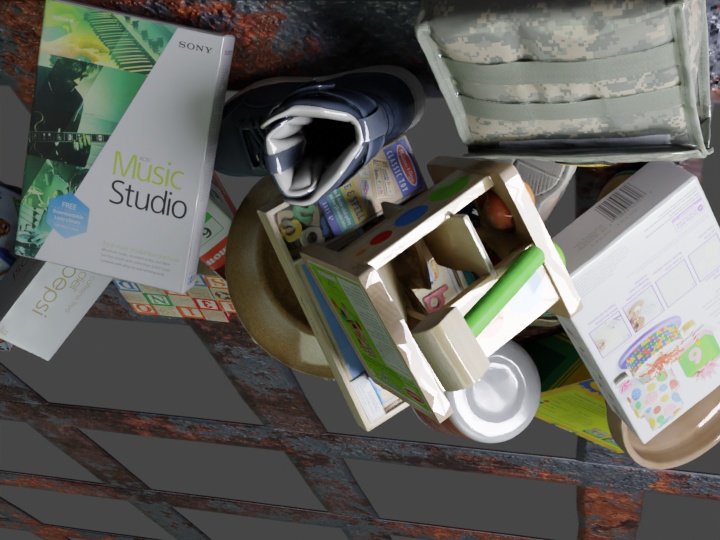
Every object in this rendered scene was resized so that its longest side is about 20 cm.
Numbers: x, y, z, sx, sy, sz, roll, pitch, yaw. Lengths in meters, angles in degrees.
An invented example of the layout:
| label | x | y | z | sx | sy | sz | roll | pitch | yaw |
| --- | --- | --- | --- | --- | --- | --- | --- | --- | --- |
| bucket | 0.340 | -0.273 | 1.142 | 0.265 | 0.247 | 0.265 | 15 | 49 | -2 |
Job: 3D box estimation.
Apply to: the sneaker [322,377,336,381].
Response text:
| label | x | y | z | sx | sy | sz | roll | pitch | yaw |
| --- | --- | --- | --- | --- | --- | --- | --- | --- | --- |
| sneaker | -0.030 | 0.072 | 1.140 | 0.076 | 0.093 | 0.200 | 2 | 173 | 17 |

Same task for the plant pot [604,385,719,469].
| label | x | y | z | sx | sy | sz | roll | pitch | yaw |
| --- | --- | --- | --- | --- | --- | --- | --- | --- | --- |
| plant pot | 0.306 | 0.087 | 1.053 | 0.200 | 0.202 | 0.093 | 36 | -175 | -42 |

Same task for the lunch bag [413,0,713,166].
| label | x | y | z | sx | sy | sz | roll | pitch | yaw |
| --- | --- | --- | --- | --- | --- | --- | --- | --- | --- |
| lunch bag | 0.142 | -0.132 | 0.696 | 0.162 | 0.119 | 0.200 | 2 | 151 | 24 |

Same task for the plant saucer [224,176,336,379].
| label | x | y | z | sx | sy | sz | roll | pitch | yaw |
| --- | --- | --- | --- | --- | --- | --- | --- | --- | --- |
| plant saucer | -0.017 | -0.011 | 0.902 | 0.197 | 0.203 | 0.035 | 11 | 168 | -2 |

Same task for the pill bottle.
| label | x | y | z | sx | sy | sz | roll | pitch | yaw |
| --- | --- | --- | --- | --- | --- | --- | --- | --- | --- |
| pill bottle | 0.115 | 0.130 | 1.201 | 0.111 | 0.114 | 0.200 | 17 | 172 | -13 |

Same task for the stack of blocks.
| label | x | y | z | sx | sy | sz | roll | pitch | yaw |
| --- | --- | --- | --- | --- | --- | --- | --- | --- | --- |
| stack of blocks | -0.163 | 0.005 | 1.155 | 0.197 | 0.059 | 0.116 | 5 | 153 | 12 |

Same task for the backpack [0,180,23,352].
| label | x | y | z | sx | sy | sz | roll | pitch | yaw |
| --- | --- | --- | --- | --- | --- | --- | --- | --- | --- |
| backpack | -0.407 | -0.019 | 1.115 | 0.197 | 0.156 | 0.192 | 14 | 143 | -1 |

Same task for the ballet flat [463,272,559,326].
| label | x | y | z | sx | sy | sz | roll | pitch | yaw |
| --- | --- | --- | --- | --- | --- | --- | --- | --- | --- |
| ballet flat | 0.123 | 0.031 | 1.095 | 0.197 | 0.069 | 0.067 | 8 | 168 | 9 |

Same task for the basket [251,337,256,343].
| label | x | y | z | sx | sy | sz | roll | pitch | yaw |
| --- | --- | --- | --- | --- | --- | --- | --- | --- | --- |
| basket | 0.000 | 0.000 | 0.998 | 0.197 | 0.137 | 0.124 | 8 | 152 | 3 |

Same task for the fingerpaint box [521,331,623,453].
| label | x | y | z | sx | sy | sz | roll | pitch | yaw |
| --- | --- | --- | --- | --- | --- | --- | --- | --- | --- |
| fingerpaint box | 0.292 | 0.135 | 1.222 | 0.198 | 0.074 | 0.166 | 24 | 152 | -26 |

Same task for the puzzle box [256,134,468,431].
| label | x | y | z | sx | sy | sz | roll | pitch | yaw |
| --- | --- | --- | --- | --- | --- | --- | --- | --- | --- |
| puzzle box | 0.017 | 0.010 | 0.854 | 0.202 | 0.132 | 0.025 | 65 | 163 | -17 |

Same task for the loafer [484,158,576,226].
| label | x | y | z | sx | sy | sz | roll | pitch | yaw |
| --- | --- | --- | --- | --- | --- | --- | --- | --- | --- |
| loafer | 0.141 | -0.080 | 0.879 | 0.071 | 0.063 | 0.201 | 32 | 141 | 16 |

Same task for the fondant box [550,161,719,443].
| label | x | y | z | sx | sy | sz | roll | pitch | yaw |
| --- | --- | --- | --- | --- | --- | --- | --- | --- | --- |
| fondant box | 0.245 | 0.028 | 0.896 | 0.201 | 0.144 | 0.058 | 54 | 178 | -31 |

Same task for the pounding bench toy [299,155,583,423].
| label | x | y | z | sx | sy | sz | roll | pitch | yaw |
| --- | --- | --- | --- | --- | --- | --- | --- | --- | --- |
| pounding bench toy | 0.078 | 0.008 | 0.756 | 0.125 | 0.155 | 0.200 | 60 | 166 | -19 |

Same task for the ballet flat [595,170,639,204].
| label | x | y | z | sx | sy | sz | roll | pitch | yaw |
| --- | --- | --- | --- | --- | --- | --- | --- | --- | --- |
| ballet flat | 0.240 | -0.012 | 0.961 | 0.068 | 0.064 | 0.201 | 6 | 153 | 12 |

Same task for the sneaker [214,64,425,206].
| label | x | y | z | sx | sy | sz | roll | pitch | yaw |
| --- | --- | --- | --- | --- | --- | --- | --- | --- | --- |
| sneaker | -0.065 | -0.098 | 0.809 | 0.200 | 0.146 | 0.078 | -12 | 110 | 29 |

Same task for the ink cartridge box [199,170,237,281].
| label | x | y | z | sx | sy | sz | roll | pitch | yaw |
| --- | --- | --- | --- | --- | --- | --- | --- | --- | --- |
| ink cartridge box | -0.149 | -0.064 | 0.956 | 0.050 | 0.109 | 0.200 | -37 | 141 | 5 |

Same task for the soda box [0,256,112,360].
| label | x | y | z | sx | sy | sz | roll | pitch | yaw |
| --- | --- | --- | --- | --- | --- | --- | --- | --- | --- |
| soda box | -0.273 | -0.016 | 1.021 | 0.068 | 0.064 | 0.201 | 32 | 103 | -36 |

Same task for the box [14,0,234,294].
| label | x | y | z | sx | sy | sz | roll | pitch | yaw |
| --- | --- | --- | --- | --- | --- | --- | --- | --- | --- |
| box | -0.184 | -0.096 | 0.823 | 0.142 | 0.203 | 0.036 | 12 | -169 | 5 |
